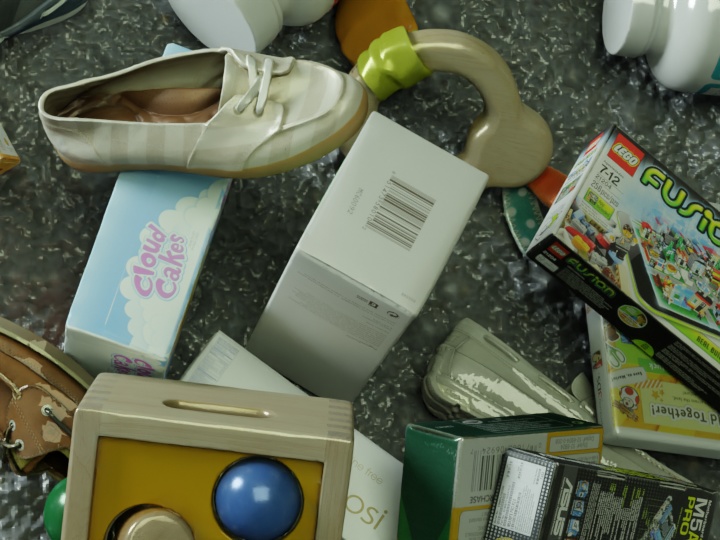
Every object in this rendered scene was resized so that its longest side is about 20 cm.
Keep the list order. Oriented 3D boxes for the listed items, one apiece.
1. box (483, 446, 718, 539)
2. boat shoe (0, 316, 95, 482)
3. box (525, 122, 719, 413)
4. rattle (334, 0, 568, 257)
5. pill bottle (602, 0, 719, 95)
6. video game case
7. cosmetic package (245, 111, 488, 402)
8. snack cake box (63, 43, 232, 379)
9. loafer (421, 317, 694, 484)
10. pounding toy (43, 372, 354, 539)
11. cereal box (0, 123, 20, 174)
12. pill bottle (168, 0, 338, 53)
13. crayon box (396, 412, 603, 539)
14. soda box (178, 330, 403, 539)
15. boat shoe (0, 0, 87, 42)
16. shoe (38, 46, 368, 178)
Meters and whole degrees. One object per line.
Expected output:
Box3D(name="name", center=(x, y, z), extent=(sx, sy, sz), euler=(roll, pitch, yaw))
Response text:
Box3D(name="box", center=(0.131, 0.216, 1.163), extent=(0.160, 0.044, 0.201), euler=(14, 89, -43))
Box3D(name="boat shoe", center=(-0.193, 0.093, 1.191), extent=(0.200, 0.072, 0.068), euler=(31, 67, -1))
Box3D(name="box", center=(0.210, 0.007, 1.260), extent=(0.200, 0.035, 0.110), euler=(38, 54, -9))
Box3D(name="rattle", center=(0.071, -0.104, 1.340), extent=(0.199, 0.143, 0.131), euler=(22, 100, -20))
Box3D(name="pill bottle", center=(0.276, -0.176, 1.366), extent=(0.199, 0.111, 0.111), euler=(5, 71, -11))
Box3D(name="video game case", center=(0.238, 0.039, 1.297), extent=(0.199, 0.023, 0.183), euler=(10, 63, -26))
Box3D(name="cosmetic package", center=(0.000, 0.000, 1.197), extent=(0.085, 0.200, 0.108), euler=(29, 66, -2))
Box3D(name="snack cake box", center=(-0.126, -0.026, 1.223), extent=(0.067, 0.115, 0.201), euler=(19, 69, -5))
Box3D(name="loafer", center=(0.137, 0.100, 1.264), extent=(0.200, 0.070, 0.070), euler=(30, 71, -3))
Box3D(name="pounding toy", center=(-0.113, 0.167, 1.104), extent=(0.199, 0.142, 0.185), euler=(7, 98, -2))
Box3D(name="cereal box", center=(-0.322, -0.120, 1.215), extent=(0.144, 0.040, 0.200), euler=(-31, 84, 8))
Box3D(name="pill bottle", center=(-0.039, -0.238, 1.317), extent=(0.111, 0.111, 0.200), euler=(40, 68, 3))
Box3D(name="crayon box", center=(0.080, 0.191, 1.177), extent=(0.125, 0.051, 0.201), euler=(0, 97, -42))
Box3D(name="soda box", center=(-0.031, 0.127, 1.218), extent=(0.200, 0.068, 0.064), euler=(36, 69, 2))
Box3D(name="boat shoe", center=(-0.264, -0.168, 1.269), extent=(0.199, 0.062, 0.075), euler=(-21, 85, -16))
Box3D(name="shoe", center=(-0.095, -0.094, 1.143), extent=(0.199, 0.053, 0.070), euler=(-5, 59, 13))
